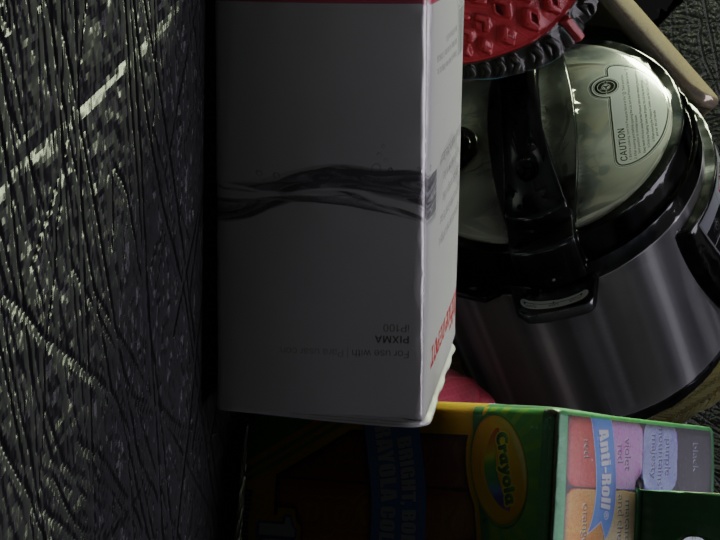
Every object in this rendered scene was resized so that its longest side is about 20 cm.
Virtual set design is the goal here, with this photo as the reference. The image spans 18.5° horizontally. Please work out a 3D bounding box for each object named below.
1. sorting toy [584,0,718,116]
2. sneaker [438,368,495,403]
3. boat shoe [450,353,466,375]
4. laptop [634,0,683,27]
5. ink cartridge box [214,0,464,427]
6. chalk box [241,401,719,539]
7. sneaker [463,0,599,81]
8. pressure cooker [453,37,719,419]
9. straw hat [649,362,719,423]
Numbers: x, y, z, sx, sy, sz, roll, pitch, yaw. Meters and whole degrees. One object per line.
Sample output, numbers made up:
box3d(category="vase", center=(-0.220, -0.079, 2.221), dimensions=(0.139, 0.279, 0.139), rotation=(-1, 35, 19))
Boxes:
box3d(category="sorting toy", center=(0.116, -0.139, 1.312), dimensions=(0.036, 0.185, 0.200), rotation=(-41, 178, -13))
box3d(category="sneaker", center=(0.036, 0.138, 1.178), dimensions=(0.074, 0.086, 0.201), rotation=(140, -40, -59))
box3d(category="boat shoe", center=(0.059, 0.059, 1.369), dimensions=(0.200, 0.072, 0.065), rotation=(-116, -149, -53))
box3d(category="laptop", center=(0.143, -0.249, 1.386), dimensions=(0.200, 0.103, 0.178), rotation=(-45, 122, -38))
box3d(category="ink cartridge box", center=(-0.005, -0.054, 0.852), dimensions=(0.147, 0.082, 0.201), rotation=(-59, 150, -77))
box3d(category="chalk box", center=(0.063, 0.117, 0.887), dimensions=(0.124, 0.199, 0.126), rotation=(11, 80, -50))
box3d(category="sneaker", center=(0.087, -0.164, 1.154), dimensions=(0.200, 0.079, 0.095), rotation=(-48, -163, -25))
box3d(category="pressure cooker", center=(0.111, -0.028, 1.215), dimensions=(0.179, 0.176, 0.200), rotation=(-42, 135, -18))
box3d(category="straw hat", center=(0.150, 0.006, 1.369), dimensions=(0.085, 0.200, 0.202), rotation=(42, 50, -63))
